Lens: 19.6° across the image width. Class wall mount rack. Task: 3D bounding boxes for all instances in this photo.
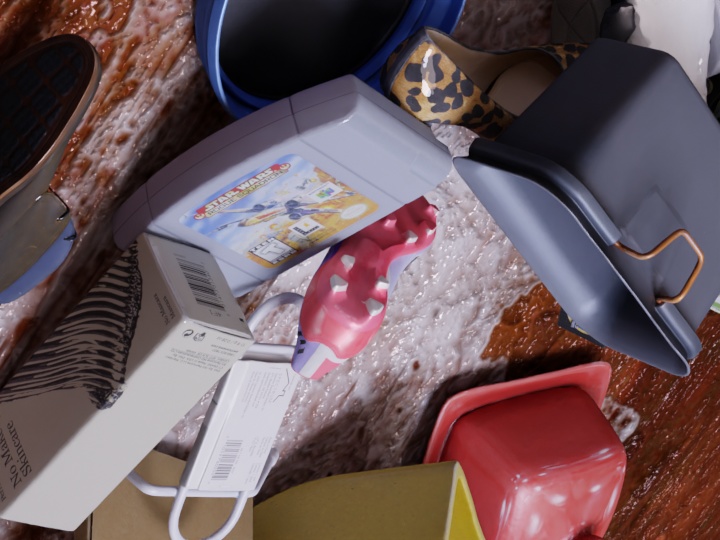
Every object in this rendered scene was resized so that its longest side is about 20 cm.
[{"bbox_3d":[-0.081,0.094,1.467,0.173,0.074,0.201,7,112,-47],"label":"wall mount rack"}]

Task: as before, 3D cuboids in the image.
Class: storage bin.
[{"bbox_3d":[0.183,-0.049,1.369,0.135,0.145,0.200,-50,124,-12],"label":"storage bin"}]

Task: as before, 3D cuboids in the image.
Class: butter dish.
[{"bbox_3d":[0.147,0.198,1.726,0.198,0.148,0.201,-9,129,-37],"label":"butter dish"}]

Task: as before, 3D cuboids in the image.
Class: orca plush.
[{"bbox_3d":[0.214,-0.173,1.445,0.105,0.071,0.200,-34,126,3],"label":"orca plush"}]

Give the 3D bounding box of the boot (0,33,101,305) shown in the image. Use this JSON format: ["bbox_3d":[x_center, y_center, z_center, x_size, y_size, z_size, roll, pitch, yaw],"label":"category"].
[{"bbox_3d":[-0.204,-0.055,1.250,0.200,0.075,0.097,-48,154,14],"label":"boot"}]

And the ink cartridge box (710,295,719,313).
[{"bbox_3d":[0.289,-0.077,1.520,0.075,0.201,0.148,22,121,-19],"label":"ink cartridge box"}]

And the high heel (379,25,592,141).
[{"bbox_3d":[0.102,-0.137,1.384,0.199,0.072,0.143,-26,152,-18],"label":"high heel"}]

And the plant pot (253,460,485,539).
[{"bbox_3d":[-0.014,0.275,1.589,0.198,0.196,0.196,0,142,15],"label":"plant pot"}]

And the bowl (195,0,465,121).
[{"bbox_3d":[-0.018,-0.175,1.328,0.199,0.039,0.202,-24,137,-25],"label":"bowl"}]

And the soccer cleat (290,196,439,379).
[{"bbox_3d":[0.000,0.000,1.428,0.077,0.066,0.200,-52,-174,32],"label":"soccer cleat"}]

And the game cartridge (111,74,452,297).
[{"bbox_3d":[-0.055,-0.050,1.340,0.199,0.042,0.133,-29,152,24],"label":"game cartridge"}]

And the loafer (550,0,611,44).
[{"bbox_3d":[0.175,-0.128,1.529,0.063,0.072,0.201,-28,136,-32],"label":"loafer"}]

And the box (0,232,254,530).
[{"bbox_3d":[-0.164,0.074,1.347,0.068,0.082,0.200,18,123,-47],"label":"box"}]

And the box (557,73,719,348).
[{"bbox_3d":[0.221,-0.062,1.572,0.200,0.044,0.161,-49,157,-41],"label":"box"}]

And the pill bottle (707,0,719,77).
[{"bbox_3d":[0.309,-0.218,1.533,0.199,0.114,0.115,-25,137,-24],"label":"pill bottle"}]

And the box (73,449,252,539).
[{"bbox_3d":[-0.136,0.228,1.459,0.021,0.202,0.163,-21,148,36],"label":"box"}]
